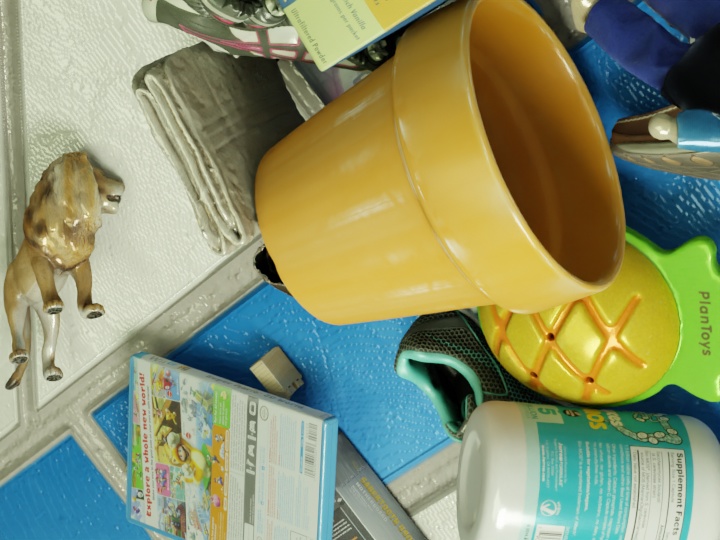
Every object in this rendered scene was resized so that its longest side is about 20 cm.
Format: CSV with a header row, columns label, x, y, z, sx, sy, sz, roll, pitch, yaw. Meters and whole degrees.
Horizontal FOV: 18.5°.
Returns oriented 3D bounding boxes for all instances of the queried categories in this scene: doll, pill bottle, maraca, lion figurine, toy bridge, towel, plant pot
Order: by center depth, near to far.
label,x,y,z,sx,sy,sz,roll,pitch,yaw
doll,0.221,-0.129,1.346,0.200,0.136,0.048,46,171,36
plant pot,0.041,-0.053,1.402,0.183,0.200,0.200,-21,101,27
towel,-0.083,-0.089,1.458,0.034,0.200,0.133,-24,95,22
maraca,0.167,0.029,1.476,0.200,0.107,0.137,3,114,30
pill bottle,0.171,0.149,1.493,0.200,0.111,0.111,5,122,-10
lion figurine,-0.249,0.001,1.742,0.200,0.072,0.123,-44,53,45
toy bridge,-0.110,0.136,1.751,0.067,0.027,0.200,51,128,0

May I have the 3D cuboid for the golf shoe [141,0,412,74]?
label,x,y,z,sx,sy,sz,roll,pitch,yaw
golf shoe,-0.047,-0.169,1.429,0.088,0.200,0.077,-15,68,44

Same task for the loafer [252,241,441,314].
label,x,y,z,sx,sy,sz,roll,pitch,yaw
loafer,0.000,0.000,1.560,0.200,0.071,0.073,-5,93,47

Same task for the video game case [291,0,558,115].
label,x,y,z,sx,sy,sz,roll,pitch,yaw
video game case,0.023,-0.162,1.499,0.143,0.019,0.200,-39,86,23

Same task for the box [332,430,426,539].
label,x,y,z,sx,sy,sz,roll,pitch,yaw
box,-0.038,0.240,1.744,0.158,0.048,0.200,52,128,2

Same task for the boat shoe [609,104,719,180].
label,x,y,z,sx,sy,sz,roll,pitch,yaw
boat shoe,0.250,-0.100,1.395,0.200,0.076,0.072,-4,77,36

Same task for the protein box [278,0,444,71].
label,x,y,z,sx,sy,sz,roll,pitch,yaw
protein box,0.055,-0.244,1.338,0.200,0.199,0.135,-30,94,29

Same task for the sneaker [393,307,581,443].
label,x,y,z,sx,sy,sz,roll,pitch,yaw
sneaker,0.098,0.106,1.567,0.200,0.091,0.078,44,129,6

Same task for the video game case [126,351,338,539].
label,x,y,z,sx,sy,sz,roll,pitch,yaw
video game case,-0.103,0.155,1.711,0.200,0.018,0.143,16,112,35

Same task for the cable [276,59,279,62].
label,x,y,z,sx,sy,sz,roll,pitch,yaw
cable,-0.022,-0.115,1.565,0.200,0.051,0.163,-2,103,24
